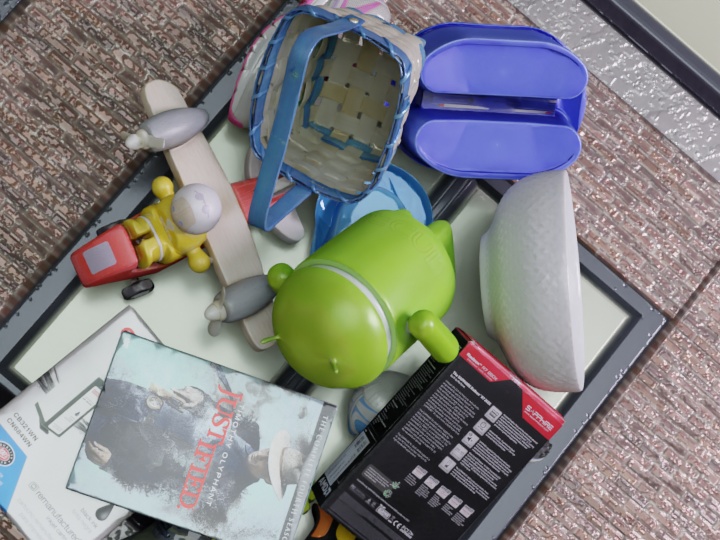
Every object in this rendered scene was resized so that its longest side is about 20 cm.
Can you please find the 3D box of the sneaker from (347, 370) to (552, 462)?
[{"bbox_3d":[0.082,0.141,1.565,0.199,0.073,0.072,14,51,-18],"label":"sneaker"}]

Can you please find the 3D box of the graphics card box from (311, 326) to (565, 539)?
[{"bbox_3d":[0.068,0.164,1.497,0.125,0.051,0.200,40,93,-20],"label":"graphics card box"}]

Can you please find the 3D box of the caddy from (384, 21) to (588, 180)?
[{"bbox_3d":[0.120,-0.158,1.589,0.199,0.105,0.142,2,105,-10],"label":"caddy"}]

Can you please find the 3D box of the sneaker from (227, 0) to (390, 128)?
[{"bbox_3d":[-0.044,-0.202,1.580,0.088,0.081,0.200,41,79,1],"label":"sneaker"}]

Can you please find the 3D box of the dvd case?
[{"bbox_3d":[-0.135,0.151,1.458,0.199,0.022,0.147,20,77,-5],"label":"dvd case"}]

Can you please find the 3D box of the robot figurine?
[{"bbox_3d":[0.004,0.024,1.461,0.175,0.116,0.200,18,39,30],"label":"robot figurine"}]

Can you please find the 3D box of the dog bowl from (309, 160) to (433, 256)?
[{"bbox_3d":[0.000,0.000,1.574,0.111,0.050,0.201,13,81,-6],"label":"dog bowl"}]

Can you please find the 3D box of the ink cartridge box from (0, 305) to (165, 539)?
[{"bbox_3d":[-0.234,0.148,1.500,0.200,0.084,0.146,-41,89,-11],"label":"ink cartridge box"}]

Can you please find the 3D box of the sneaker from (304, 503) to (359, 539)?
[{"bbox_3d":[-0.075,0.297,1.514,0.090,0.070,0.200,44,74,5],"label":"sneaker"}]

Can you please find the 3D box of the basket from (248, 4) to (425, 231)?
[{"bbox_3d":[-0.032,-0.137,1.463,0.139,0.200,0.177,24,115,10],"label":"basket"}]

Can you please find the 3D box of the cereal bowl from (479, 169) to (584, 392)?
[{"bbox_3d":[0.154,0.012,1.529,0.083,0.200,0.201,-4,82,11],"label":"cereal bowl"}]

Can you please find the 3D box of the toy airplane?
[{"bbox_3d":[-0.136,-0.049,1.514,0.199,0.141,0.200,22,79,-5],"label":"toy airplane"}]

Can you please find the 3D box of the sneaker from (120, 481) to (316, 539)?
[{"bbox_3d":[-0.138,0.206,1.500,0.199,0.074,0.081,-28,119,-17],"label":"sneaker"}]
